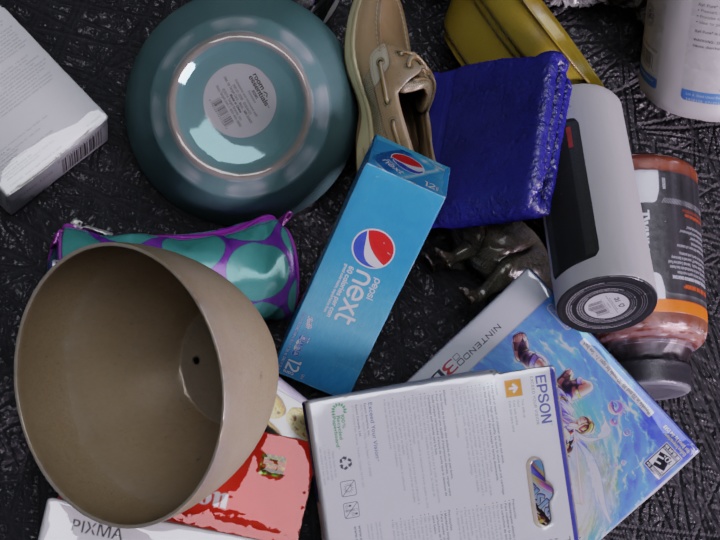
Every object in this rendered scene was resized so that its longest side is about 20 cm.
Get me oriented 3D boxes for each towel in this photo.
[{"bbox_3d":[0.084,-0.100,1.128,0.049,0.200,0.148,26,67,-44],"label":"towel"}]

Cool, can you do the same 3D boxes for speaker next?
[{"bbox_3d":[0.186,-0.053,1.088,0.081,0.081,0.201,5,54,-10],"label":"speaker"}]

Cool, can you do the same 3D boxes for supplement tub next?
[{"bbox_3d":[0.243,0.007,1.160,0.107,0.107,0.201,4,71,-10],"label":"supplement tub"},{"bbox_3d":[0.321,-0.246,1.193,0.131,0.201,0.132,0,35,0],"label":"supplement tub"}]

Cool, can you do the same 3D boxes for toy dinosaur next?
[{"bbox_3d":[0.121,-0.009,1.157,0.102,0.077,0.200,-37,80,-13],"label":"toy dinosaur"}]

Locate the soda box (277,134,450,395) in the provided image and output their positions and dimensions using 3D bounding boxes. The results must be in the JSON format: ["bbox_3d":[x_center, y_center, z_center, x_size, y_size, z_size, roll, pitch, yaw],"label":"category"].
[{"bbox_3d":[0.000,0.000,1.069,0.068,0.200,0.064,23,27,-4],"label":"soda box"}]

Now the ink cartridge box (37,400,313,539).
[{"bbox_3d":[-0.141,0.198,1.033,0.199,0.044,0.174,12,80,-3],"label":"ink cartridge box"}]

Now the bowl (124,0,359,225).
[{"bbox_3d":[-0.097,-0.132,1.098,0.200,0.105,0.202,0,97,-3],"label":"bowl"}]

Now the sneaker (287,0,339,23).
[{"bbox_3d":[-0.071,-0.210,1.175,0.076,0.088,0.201,22,70,-4],"label":"sneaker"}]

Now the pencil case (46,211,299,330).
[{"bbox_3d":[-0.152,0.002,1.091,0.199,0.085,0.093,-3,96,-13],"label":"pencil case"}]

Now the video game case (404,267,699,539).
[{"bbox_3d":[0.138,0.131,1.092,0.181,0.045,0.200,-44,84,7],"label":"video game case"}]

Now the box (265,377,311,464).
[{"bbox_3d":[-0.018,0.153,1.094,0.200,0.039,0.041,39,72,3],"label":"box"}]

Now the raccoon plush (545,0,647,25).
[{"bbox_3d":[0.211,-0.307,1.285,0.200,0.097,0.134,39,28,-38],"label":"raccoon plush"}]

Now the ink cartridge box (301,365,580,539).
[{"bbox_3d":[0.066,0.183,1.049,0.199,0.041,0.200,-7,89,-8],"label":"ink cartridge box"}]

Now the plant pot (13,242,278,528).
[{"bbox_3d":[-0.137,0.076,0.996,0.134,0.200,0.201,-7,68,-57],"label":"plant pot"}]

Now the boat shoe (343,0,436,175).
[{"bbox_3d":[0.034,-0.149,1.118,0.071,0.064,0.201,18,63,-52],"label":"boat shoe"}]

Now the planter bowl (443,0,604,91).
[{"bbox_3d":[0.132,-0.200,1.193,0.083,0.200,0.201,-37,81,17],"label":"planter bowl"}]

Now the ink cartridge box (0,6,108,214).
[{"bbox_3d":[-0.317,-0.157,1.128,0.109,0.050,0.200,-42,83,-20],"label":"ink cartridge box"}]
